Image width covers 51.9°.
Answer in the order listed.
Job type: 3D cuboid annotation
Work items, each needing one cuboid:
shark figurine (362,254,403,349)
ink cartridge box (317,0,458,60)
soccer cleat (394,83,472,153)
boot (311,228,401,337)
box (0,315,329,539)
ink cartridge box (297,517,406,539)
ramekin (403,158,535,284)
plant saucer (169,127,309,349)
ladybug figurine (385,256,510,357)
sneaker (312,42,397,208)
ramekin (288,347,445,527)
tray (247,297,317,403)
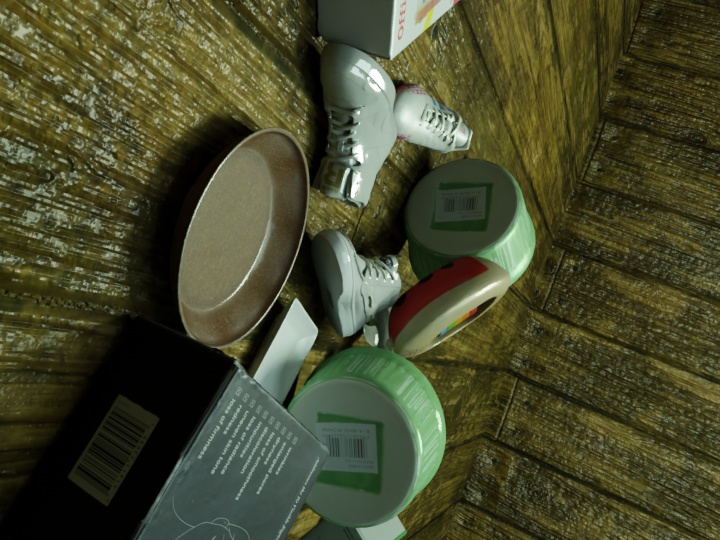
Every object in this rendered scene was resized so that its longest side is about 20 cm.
[{"bbox_3d":[0.045,0.056,1.053,0.129,0.087,0.220,-79,165,-63],"label":"shark figurine"},{"bbox_3d":[0.042,-0.317,0.722,0.201,0.082,0.148,-50,152,-42],"label":"ink cartridge box"},{"bbox_3d":[0.095,-0.195,0.966,0.199,0.085,0.072,-8,117,-67],"label":"soccer cleat"},{"bbox_3d":[0.000,0.000,0.885,0.094,0.074,0.202,-30,154,-15],"label":"boot"},{"bbox_3d":[-0.146,0.182,0.605,0.203,0.122,0.198,-60,146,-19],"label":"box"},{"bbox_3d":[-0.049,0.402,1.030,0.199,0.084,0.146,-41,163,13],"label":"ink cartridge box"},{"bbox_3d":[0.157,-0.067,1.098,0.203,0.196,0.098,-60,150,-22],"label":"ramekin"},{"bbox_3d":[-0.111,-0.031,0.663,0.201,0.036,0.204,-51,152,-40],"label":"plant saucer"},{"bbox_3d":[0.109,0.043,0.977,0.197,0.073,0.136,-29,163,-24],"label":"ladybug figurine"},{"bbox_3d":[-0.011,-0.135,0.770,0.200,0.072,0.118,55,55,-67],"label":"sneaker"},{"bbox_3d":[-0.002,0.203,0.890,0.097,0.195,0.205,-20,128,-72],"label":"ramekin"},{"bbox_3d":[-0.112,0.135,0.835,0.203,0.022,0.108,-63,158,-17],"label":"tray"}]
